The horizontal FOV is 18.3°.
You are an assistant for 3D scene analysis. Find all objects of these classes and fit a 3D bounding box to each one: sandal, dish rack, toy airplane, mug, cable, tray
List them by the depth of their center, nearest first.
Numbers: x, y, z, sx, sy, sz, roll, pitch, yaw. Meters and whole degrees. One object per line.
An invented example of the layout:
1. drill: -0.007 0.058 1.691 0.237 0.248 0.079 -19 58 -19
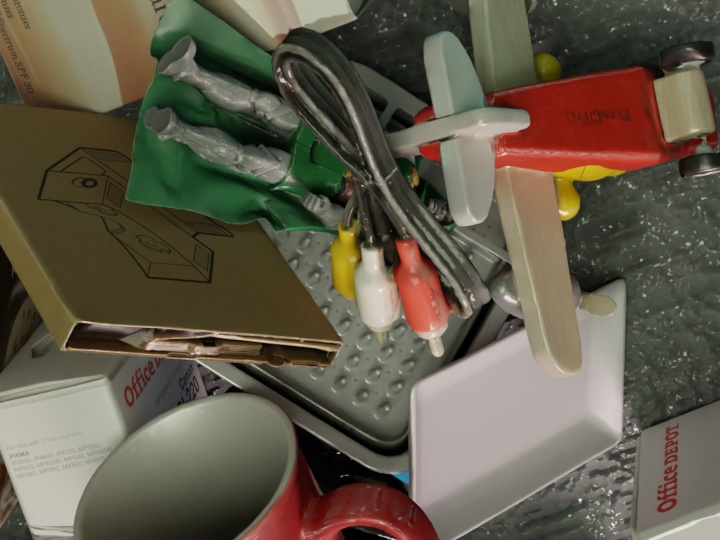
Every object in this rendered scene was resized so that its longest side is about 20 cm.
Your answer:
1. cable: 0.006 -0.031 1.134 0.097 0.050 0.201 26 154 36
2. toy airplane: 0.088 -0.072 1.213 0.199 0.201 0.141 41 154 -18
3. mug: -0.041 0.189 1.218 0.177 0.134 0.201 15 143 45
4. tray: 0.086 0.079 1.272 0.022 0.199 0.108 17 117 38
5. dish rack: 0.000 0.000 1.275 0.171 0.044 0.201 32 72 -5
6. sandal: -0.004 0.137 1.355 0.200 0.075 0.045 45 111 -6

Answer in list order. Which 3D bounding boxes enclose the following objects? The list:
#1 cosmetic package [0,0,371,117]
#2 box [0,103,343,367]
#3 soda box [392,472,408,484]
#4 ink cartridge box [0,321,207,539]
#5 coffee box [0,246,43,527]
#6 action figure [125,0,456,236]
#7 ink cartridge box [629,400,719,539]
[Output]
1. cosmetic package: -0.102 -0.161 1.251 0.198 0.087 0.104 -20 105 15
2. box: -0.119 -0.021 1.166 0.162 0.200 0.021 6 124 -37
3. soda box: -0.013 0.052 1.329 0.199 0.064 0.068 32 112 -3
4. ink cartridge box: -0.136 0.129 1.333 0.084 0.146 0.202 -14 108 16
5. coffee box: -0.240 0.047 1.336 0.079 0.115 0.202 7 112 6
6. action figure: -0.026 -0.061 1.209 0.199 0.055 0.119 23 74 -32
7. ink cartridge box: 0.261 0.118 1.267 0.199 0.144 0.084 -22 106 16
